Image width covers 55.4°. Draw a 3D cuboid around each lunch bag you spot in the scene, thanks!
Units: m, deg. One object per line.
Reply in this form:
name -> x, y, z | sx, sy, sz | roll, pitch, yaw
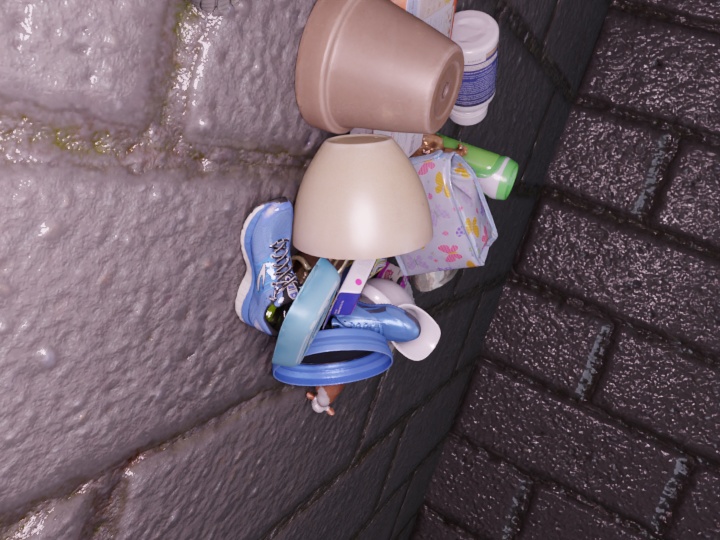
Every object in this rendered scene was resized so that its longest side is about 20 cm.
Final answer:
lunch bag -> 0.126, -0.108, 1.192 | 0.202, 0.167, 0.128 | 61, 40, -25
lunch bag -> 0.142, -0.068, 1.401 | 0.200, 0.116, 0.167 | -40, 123, -56

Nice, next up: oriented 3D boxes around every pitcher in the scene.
pitcher -> 0.037, 0.068, 1.259 | 0.121, 0.200, 0.172 | -47, 115, -8

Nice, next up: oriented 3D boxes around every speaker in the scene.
speaker -> 0.201, -0.205, 1.335 | 0.089, 0.197, 0.089 | -54, 158, -34

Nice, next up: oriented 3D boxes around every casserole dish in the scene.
casserole dish -> -0.072, 0.063, 0.928 | 0.122, 0.038, 0.201 | -61, 177, -31

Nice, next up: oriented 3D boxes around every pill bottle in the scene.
pill bottle -> 0.202, -0.373, 1.291 | 0.112, 0.110, 0.201 | -58, 158, -23

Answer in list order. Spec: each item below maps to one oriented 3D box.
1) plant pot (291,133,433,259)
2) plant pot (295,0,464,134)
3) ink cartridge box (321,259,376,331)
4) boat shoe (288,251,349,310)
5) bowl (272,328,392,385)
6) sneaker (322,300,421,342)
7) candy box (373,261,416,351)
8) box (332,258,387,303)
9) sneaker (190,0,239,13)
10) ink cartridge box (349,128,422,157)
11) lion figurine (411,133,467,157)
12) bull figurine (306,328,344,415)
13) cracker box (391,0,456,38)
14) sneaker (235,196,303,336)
plant pot -> 0.000, -0.110, 0.930 | 0.200, 0.197, 0.137 | -35, 127, -56
plant pot -> 0.036, -0.257, 0.896 | 0.201, 0.173, 0.202 | -52, 157, -33
ink cartridge box -> 0.000, 0.000, 1.057 | 0.202, 0.037, 0.095 | -62, 178, -25
boat shoe -> -0.071, -0.007, 1.040 | 0.205, 0.074, 0.075 | -65, 154, -5
bowl -> -0.046, 0.142, 1.118 | 0.201, 0.197, 0.040 | 62, 19, -65
sneaker -> 0.000, 0.090, 1.136 | 0.079, 0.197, 0.067 | -54, 154, -49
candy box -> 0.059, 0.084, 1.488 | 0.138, 0.060, 0.201 | -62, 160, -17
box -> -0.018, -0.016, 1.177 | 0.200, 0.064, 0.071 | -35, 143, -55
sneaker -> -0.099, -0.331, 0.607 | 0.202, 0.077, 0.085 | -62, 159, -12
ink cartridge box -> 0.037, -0.221, 1.093 | 0.200, 0.067, 0.118 | -48, 152, -47
lion figurine -> 0.132, -0.176, 1.264 | 0.073, 0.120, 0.203 | -104, -171, -66
bull figurine -> -0.055, 0.185, 1.300 | 0.122, 0.064, 0.202 | -58, 161, -35
cracker box -> 0.085, -0.385, 1.055 | 0.200, 0.057, 0.136 | -47, 152, -45
sneaker -> -0.108, -0.001, 0.904 | 0.078, 0.089, 0.203 | -22, 133, -42
